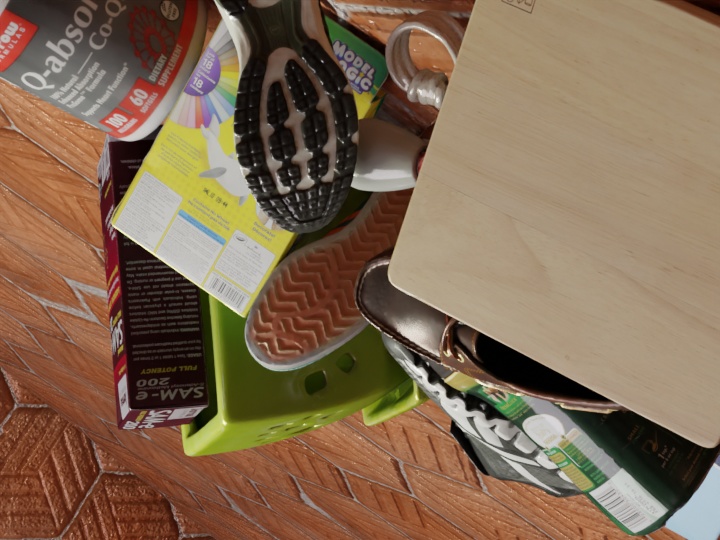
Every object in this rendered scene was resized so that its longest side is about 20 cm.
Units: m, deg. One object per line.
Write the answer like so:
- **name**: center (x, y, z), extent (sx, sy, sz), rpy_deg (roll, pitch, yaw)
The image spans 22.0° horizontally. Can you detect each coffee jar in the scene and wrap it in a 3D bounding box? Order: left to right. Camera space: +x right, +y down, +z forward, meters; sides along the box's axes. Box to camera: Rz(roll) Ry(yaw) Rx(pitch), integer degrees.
- **coffee jar**: center (0.131, 0.067, 1.166), extent (0.200, 0.105, 0.085), rpy_deg (40, 151, -2)

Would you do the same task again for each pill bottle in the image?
- **pill bottle**: center (-0.211, -0.178, 1.233), extent (0.199, 0.117, 0.116), rpy_deg (26, 168, -27)

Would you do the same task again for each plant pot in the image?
- **plant pot**: center (-0.041, 0.026, 1.390), extent (0.179, 0.202, 0.200), rpy_deg (-3, 170, -13)

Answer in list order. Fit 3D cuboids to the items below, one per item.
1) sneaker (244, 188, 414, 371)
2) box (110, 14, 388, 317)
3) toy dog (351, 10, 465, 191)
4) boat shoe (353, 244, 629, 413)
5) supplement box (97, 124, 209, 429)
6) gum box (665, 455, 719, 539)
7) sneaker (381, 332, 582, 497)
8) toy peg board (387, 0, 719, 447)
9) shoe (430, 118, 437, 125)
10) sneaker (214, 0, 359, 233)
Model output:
- **sneaker**: center (0.000, 0.000, 1.261), extent (0.071, 0.200, 0.080), rpy_deg (43, 163, 11)
- **box**: center (-0.069, -0.085, 1.226), extent (0.117, 0.201, 0.048), rpy_deg (34, -159, 5)
- **toy dog**: center (0.094, -0.064, 1.101), extent (0.199, 0.133, 0.096), rpy_deg (33, -156, 16)
- **boat shoe**: center (0.081, 0.031, 1.067), extent (0.198, 0.071, 0.070), rpy_deg (14, -162, 24)
- **supplement box**: center (-0.151, 0.007, 1.337), extent (0.060, 0.202, 0.109), rpy_deg (-4, 169, -13)
- **gum box**: center (0.199, 0.078, 1.242), extent (0.169, 0.045, 0.201), rpy_deg (28, 138, 11)
- **sneaker**: center (0.086, 0.095, 1.241), extent (0.199, 0.067, 0.090), rpy_deg (34, 144, -12)
- **toy peg board**: center (0.144, -0.050, 0.964), extent (0.199, 0.201, 0.098), rpy_deg (27, -155, 19)
- **shoe**: center (0.085, -0.034, 1.235), extent (0.053, 0.070, 0.201), rpy_deg (12, 148, 21)
- **sneaker**: center (-0.042, -0.123, 1.108), extent (0.076, 0.202, 0.089), rpy_deg (-9, -179, 5)
